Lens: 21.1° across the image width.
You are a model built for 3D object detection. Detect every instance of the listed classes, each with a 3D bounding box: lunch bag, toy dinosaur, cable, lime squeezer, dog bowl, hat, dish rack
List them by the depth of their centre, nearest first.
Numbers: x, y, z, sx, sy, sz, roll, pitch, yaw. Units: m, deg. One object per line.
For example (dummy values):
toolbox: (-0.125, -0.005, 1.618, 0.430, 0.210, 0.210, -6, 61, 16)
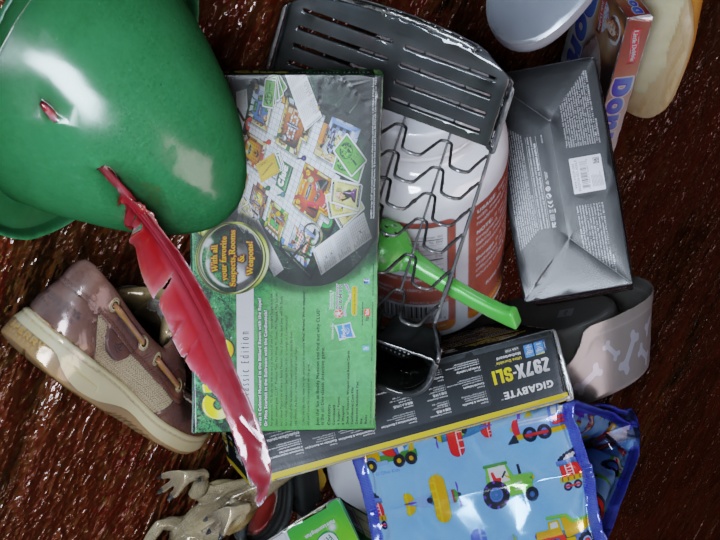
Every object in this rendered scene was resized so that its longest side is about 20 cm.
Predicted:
hat: (-0.069, -0.043, 0.905, 0.166, 0.175, 0.201, -47, 155, -26)
dish rack: (-0.003, -0.046, 1.075, 0.055, 0.152, 0.201, -58, 166, -66)
lime squeezer: (0.000, 0.000, 1.158, 0.071, 0.199, 0.038, 57, 44, -38)
toy dinosaur: (-0.088, 0.155, 1.273, 0.199, 0.058, 0.101, -37, 161, 12)
lunch bag: (0.100, 0.132, 1.281, 0.200, 0.149, 0.095, -12, 89, -72)
cable: (-0.061, 0.116, 1.341, 0.097, 0.050, 0.201, -32, 135, -34)
dog bowl: (0.121, 0.057, 1.413, 0.200, 0.199, 0.059, -27, 109, -52)

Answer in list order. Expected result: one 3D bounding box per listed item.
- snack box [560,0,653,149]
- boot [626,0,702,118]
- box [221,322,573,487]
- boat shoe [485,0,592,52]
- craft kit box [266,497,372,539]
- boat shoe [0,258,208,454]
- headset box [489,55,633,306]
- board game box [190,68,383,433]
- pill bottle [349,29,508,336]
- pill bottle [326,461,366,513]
snack box: (0.170, -0.128, 1.443, 0.024, 0.072, 0.201, -8, 135, -20)
boot: (0.247, -0.227, 1.450, 0.144, 0.070, 0.203, -35, 136, -49)
box: (0.014, 0.079, 1.191, 0.198, 0.050, 0.160, -14, -176, -9)
boat shoe: (0.147, -0.229, 1.273, 0.203, 0.074, 0.086, -67, 161, -4)
craft kit box: (-0.066, 0.236, 1.342, 0.196, 0.049, 0.200, -28, 160, 6)
boat shoe: (-0.121, 0.044, 1.059, 0.072, 0.072, 0.200, -54, 152, -4)
headset box: (0.140, -0.055, 1.325, 0.200, 0.077, 0.150, 11, 70, -83)
board game box: (-0.041, -0.009, 1.042, 0.023, 0.104, 0.202, -111, -158, -70)
pill bottle: (0.037, -0.055, 1.202, 0.112, 0.112, 0.201, -47, 156, -25)
pill bottle: (0.047, 0.153, 1.496, 0.113, 0.112, 0.200, -59, 158, 4)
